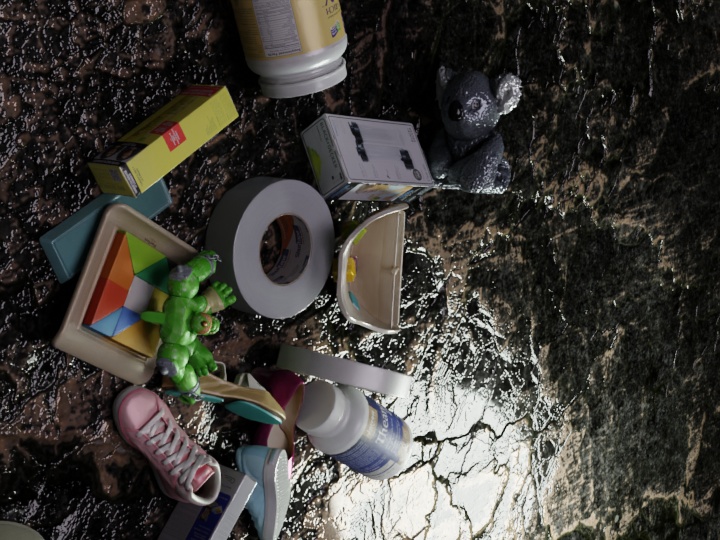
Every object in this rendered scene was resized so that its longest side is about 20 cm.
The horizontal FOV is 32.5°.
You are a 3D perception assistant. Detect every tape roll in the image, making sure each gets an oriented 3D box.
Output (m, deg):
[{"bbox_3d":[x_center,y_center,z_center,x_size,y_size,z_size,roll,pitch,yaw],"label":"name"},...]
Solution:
[{"bbox_3d":[-0.128,-0.034,1.775,0.200,0.066,0.201,-12,106,-47],"label":"tape roll"},{"bbox_3d":[-0.024,0.149,1.824,0.203,0.203,0.037,21,82,-47],"label":"tape roll"}]

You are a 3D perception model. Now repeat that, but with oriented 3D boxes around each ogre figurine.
[{"bbox_3d":[-0.227,0.072,1.621,0.200,0.098,0.120,-64,165,0],"label":"ogre figurine"}]

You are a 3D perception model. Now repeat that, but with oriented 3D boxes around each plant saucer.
[{"bbox_3d":[-0.322,-0.064,1.594,0.200,0.019,0.070,-42,127,-35],"label":"plant saucer"}]

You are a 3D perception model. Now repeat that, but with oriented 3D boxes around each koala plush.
[{"bbox_3d":[0.173,-0.230,2.000,0.184,0.177,0.200,-5,101,-58],"label":"koala plush"}]

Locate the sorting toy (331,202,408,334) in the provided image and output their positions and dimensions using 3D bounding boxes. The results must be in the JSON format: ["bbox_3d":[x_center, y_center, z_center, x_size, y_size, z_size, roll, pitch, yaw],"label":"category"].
[{"bbox_3d":[0.000,0.000,1.839,0.180,0.107,0.200,-24,118,-76],"label":"sorting toy"}]

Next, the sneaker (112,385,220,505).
[{"bbox_3d":[-0.252,0.241,1.668,0.075,0.105,0.200,-44,126,-30],"label":"sneaker"}]

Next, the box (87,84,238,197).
[{"bbox_3d":[-0.254,-0.171,1.605,0.200,0.075,0.050,-43,126,-32],"label":"box"}]

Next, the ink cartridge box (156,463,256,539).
[{"bbox_3d":[-0.230,0.365,1.721,0.037,0.095,0.200,49,62,-41],"label":"ink cartridge box"}]

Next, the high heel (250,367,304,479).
[{"bbox_3d":[-0.108,0.239,1.828,0.067,0.096,0.200,-19,111,-44],"label":"high heel"}]

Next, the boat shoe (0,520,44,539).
[{"bbox_3d":[-0.470,0.354,1.495,0.200,0.072,0.068,-4,137,-54],"label":"boat shoe"}]

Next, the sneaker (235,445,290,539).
[{"bbox_3d":[-0.152,0.326,1.830,0.074,0.082,0.200,-61,160,-50],"label":"sneaker"}]

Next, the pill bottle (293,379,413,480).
[{"bbox_3d":[-0.014,0.244,1.920,0.200,0.111,0.111,38,70,-45],"label":"pill bottle"}]

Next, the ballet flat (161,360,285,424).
[{"bbox_3d":[-0.184,0.164,1.734,0.200,0.069,0.063,22,66,-34],"label":"ballet flat"}]

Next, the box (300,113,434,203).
[{"bbox_3d":[0.012,-0.168,1.869,0.200,0.060,0.117,-2,67,-48],"label":"box"}]

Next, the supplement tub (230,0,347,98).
[{"bbox_3d":[-0.099,-0.351,1.685,0.145,0.145,0.200,-34,121,-38],"label":"supplement tub"}]

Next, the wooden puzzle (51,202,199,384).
[{"bbox_3d":[-0.297,0.035,1.609,0.185,0.037,0.200,37,71,-54],"label":"wooden puzzle"}]
